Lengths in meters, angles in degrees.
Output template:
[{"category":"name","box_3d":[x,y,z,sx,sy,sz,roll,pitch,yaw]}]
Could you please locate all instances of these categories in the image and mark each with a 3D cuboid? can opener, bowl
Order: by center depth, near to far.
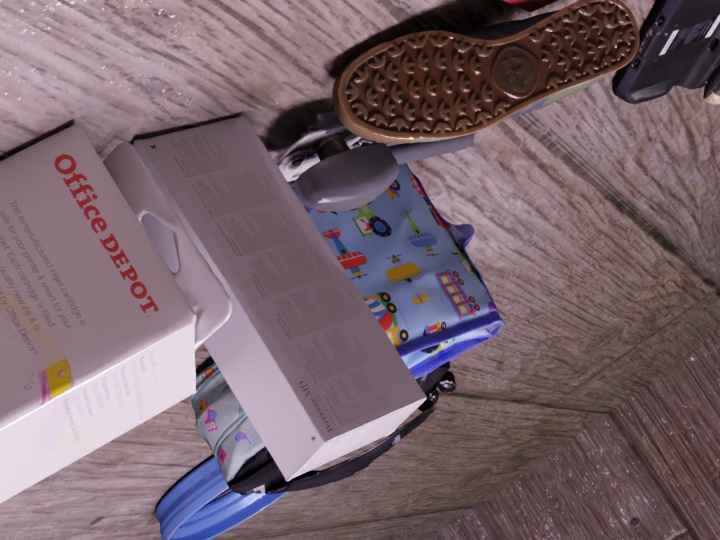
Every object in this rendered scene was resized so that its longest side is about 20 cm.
[{"category":"can opener","box_3d":[0.022,-0.075,0.990,0.200,0.067,0.053,-16,157,-46]},{"category":"bowl","box_3d":[-0.128,0.225,1.613,0.200,0.039,0.201,-31,163,-10]}]

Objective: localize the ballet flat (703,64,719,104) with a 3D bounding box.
[{"category":"ballet flat","box_3d":[0.344,-0.199,1.240,0.200,0.057,0.067,-54,-163,47]}]

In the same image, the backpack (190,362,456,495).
[{"category":"backpack","box_3d":[-0.042,0.100,1.268,0.200,0.127,0.167,-37,152,16]}]

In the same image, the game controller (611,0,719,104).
[{"category":"game controller","box_3d":[0.261,-0.194,1.178,0.104,0.042,0.200,-14,158,-15]}]

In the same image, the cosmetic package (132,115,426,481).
[{"category":"cosmetic package","box_3d":[-0.054,0.012,0.853,0.082,0.200,0.051,-17,158,-44]}]

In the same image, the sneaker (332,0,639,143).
[{"category":"sneaker","box_3d":[0.071,-0.118,0.958,0.199,0.067,0.090,-17,179,-16]}]

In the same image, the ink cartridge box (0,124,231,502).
[{"category":"ink cartridge box","box_3d":[-0.179,0.031,0.800,0.199,0.129,0.125,-28,163,-16]}]

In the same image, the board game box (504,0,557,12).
[{"category":"board game box","box_3d":[0.103,-0.187,0.856,0.103,0.020,0.200,-22,170,25]}]

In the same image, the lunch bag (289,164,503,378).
[{"category":"lunch bag","box_3d":[0.000,0.000,1.013,0.199,0.151,0.094,-22,161,-34]}]
